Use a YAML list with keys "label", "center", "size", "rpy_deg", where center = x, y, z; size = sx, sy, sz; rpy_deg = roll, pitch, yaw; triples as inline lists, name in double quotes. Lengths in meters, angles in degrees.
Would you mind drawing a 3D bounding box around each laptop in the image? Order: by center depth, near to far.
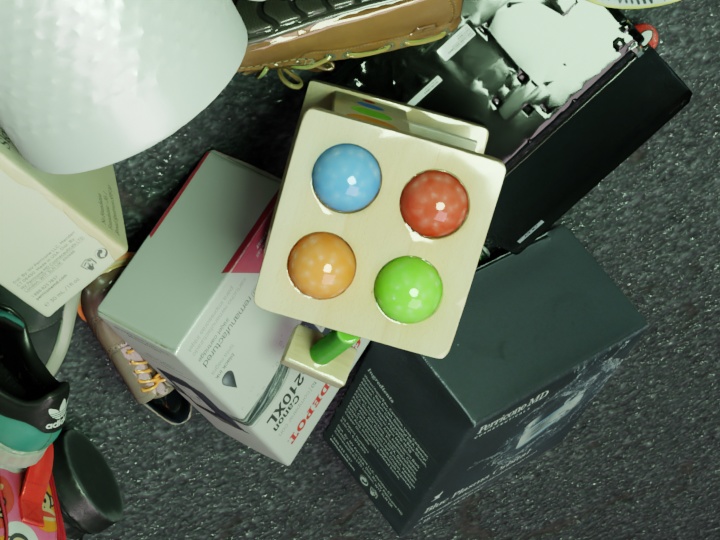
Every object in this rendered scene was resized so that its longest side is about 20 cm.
- label: "laptop"
  center: [0.109, -0.125, 1.120]
  size: [0.177, 0.103, 0.200]
  rpy_deg: [-43, 100, 12]

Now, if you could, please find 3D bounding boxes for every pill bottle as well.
- label: "pill bottle"
  center: [-0.299, 0.213, 1.316]
  size: [0.200, 0.112, 0.112]
  rpy_deg: [-30, 145, 9]

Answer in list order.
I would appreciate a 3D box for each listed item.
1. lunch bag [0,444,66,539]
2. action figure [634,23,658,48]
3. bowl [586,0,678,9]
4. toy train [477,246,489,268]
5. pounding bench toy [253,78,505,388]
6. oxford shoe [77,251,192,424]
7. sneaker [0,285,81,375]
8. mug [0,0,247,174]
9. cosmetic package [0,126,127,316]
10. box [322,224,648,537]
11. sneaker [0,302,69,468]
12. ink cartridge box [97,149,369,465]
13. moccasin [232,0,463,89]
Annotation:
- label: "lunch bag"
  center: [-0.290, 0.169, 1.190]
  size: [0.176, 0.200, 0.082]
  rpy_deg: [-39, 138, 21]
- label: "action figure"
  center: [0.121, -0.151, 1.147]
  size: [0.199, 0.052, 0.066]
  rpy_deg: [-14, 139, -17]
- label: "bowl"
  center: [0.185, -0.267, 0.990]
  size: [0.200, 0.094, 0.201]
  rpy_deg: [-15, 144, -11]
- label: "toy train"
  center: [0.013, 0.027, 1.321]
  size: [0.200, 0.042, 0.056]
  rpy_deg: [-32, 133, 10]
- label: "pounding bench toy"
  center: [0.000, 0.000, 1.019]
  size: [0.124, 0.156, 0.201]
  rpy_deg: [15, 104, -4]
- label: "oxford shoe"
  center: [-0.158, 0.052, 1.205]
  size: [0.071, 0.073, 0.200]
  rpy_deg: [-27, 152, -3]
- label: "sneaker"
  center: [-0.251, 0.002, 1.116]
  size: [0.106, 0.075, 0.200]
  rpy_deg: [4, 127, -27]
- label: "mug"
  center: [-0.141, -0.176, 0.866]
  size: [0.200, 0.148, 0.176]
  rpy_deg: [-25, 125, 7]
- label: "cosmetic package"
  center: [-0.234, -0.073, 0.951]
  size: [0.073, 0.104, 0.200]
  rpy_deg: [-37, 129, 14]
- label: "box"
  center: [0.099, 0.092, 1.324]
  size: [0.196, 0.118, 0.200]
  rpy_deg: [-26, 157, -31]
- label: "sneaker"
  center: [-0.266, 0.036, 1.057]
  size: [0.080, 0.200, 0.071]
  rpy_deg: [-50, 176, 37]
- label: "ink cartridge box"
  center: [-0.080, 0.032, 1.179]
  size: [0.145, 0.084, 0.200]
  rpy_deg: [-57, 147, -14]
- label: "moccasin"
  center: [-0.034, -0.155, 1.025]
  size: [0.201, 0.074, 0.078]
  rpy_deg: [-17, 143, -8]
